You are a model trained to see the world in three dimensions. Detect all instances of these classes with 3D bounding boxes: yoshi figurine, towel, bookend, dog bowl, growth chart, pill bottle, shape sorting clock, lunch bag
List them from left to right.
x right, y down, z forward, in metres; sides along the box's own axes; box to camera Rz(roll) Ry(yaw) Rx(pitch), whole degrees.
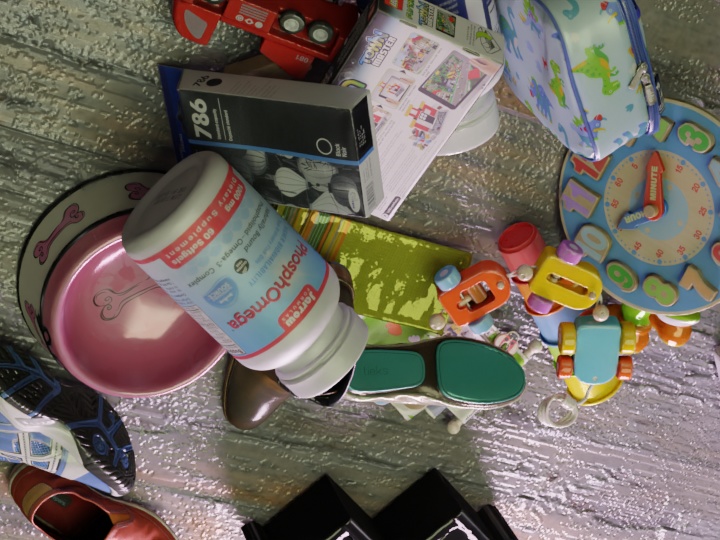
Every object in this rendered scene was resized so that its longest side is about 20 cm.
[{"bbox_3d":[-0.187,0.020,1.471,0.199,0.074,0.201,-10,122,-16],"label":"dog bowl"},{"bbox_3d":[-0.088,0.008,1.385,0.109,0.109,0.200,-43,112,6],"label":"pill bottle"},{"bbox_3d":[0.000,0.000,1.555,0.199,0.018,0.087,15,110,-22],"label":"towel"},{"bbox_3d":[0.027,0.267,1.684,0.200,0.092,0.199,-39,124,2],"label":"bookend"},{"bbox_3d":[0.061,0.076,1.634,0.200,0.018,0.145,34,101,-31],"label":"growth chart"},{"bbox_3d":[0.057,-0.200,1.418,0.110,0.111,0.201,-21,123,-9],"label":"pill bottle"},{"bbox_3d":[0.165,-0.194,1.410,0.082,0.200,0.161,-26,124,-6],"label":"lunch bag"},{"bbox_3d":[0.267,-0.056,1.551,0.039,0.199,0.201,-22,132,-50],"label":"shape sorting clock"},{"bbox_3d":[0.286,-0.026,1.636,0.111,0.113,0.201,21,130,9],"label":"yoshi figurine"}]

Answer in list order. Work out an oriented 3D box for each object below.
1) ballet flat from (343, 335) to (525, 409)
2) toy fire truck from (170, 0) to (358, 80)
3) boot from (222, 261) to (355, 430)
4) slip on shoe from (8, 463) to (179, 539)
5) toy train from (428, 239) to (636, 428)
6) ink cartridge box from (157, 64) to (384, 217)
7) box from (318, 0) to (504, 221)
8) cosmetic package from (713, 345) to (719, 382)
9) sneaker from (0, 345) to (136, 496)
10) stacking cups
[{"bbox_3d":[0.055,0.093,1.600,0.199,0.062,0.068,6,79,-22],"label":"ballet flat"},{"bbox_3d":[-0.069,-0.171,1.410,0.199,0.049,0.141,19,136,-14],"label":"toy fire truck"},{"bbox_3d":[-0.065,0.093,1.530,0.074,0.097,0.200,16,125,-25],"label":"boot"},{"bbox_3d":[-0.237,0.239,1.584,0.074,0.061,0.200,-46,125,6],"label":"slip on shoe"},{"bbox_3d":[0.161,0.043,1.580,0.150,0.056,0.200,-34,115,16],"label":"toy train"},{"bbox_3d":[-0.080,-0.104,1.385,0.039,0.199,0.100,-49,139,-45],"label":"ink cartridge box"},{"bbox_3d":[0.020,-0.130,1.381,0.109,0.035,0.200,22,136,-15],"label":"box"},{"bbox_3d":[0.481,0.155,1.734,0.166,0.200,0.167,-24,124,-6],"label":"cosmetic package"},{"bbox_3d":[-0.275,0.138,1.516,0.077,0.076,0.200,-29,128,24],"label":"sneaker"},{"bbox_3d":[0.190,0.037,1.642,0.060,0.061,0.201,-30,122,-3],"label":"stacking cups"}]
